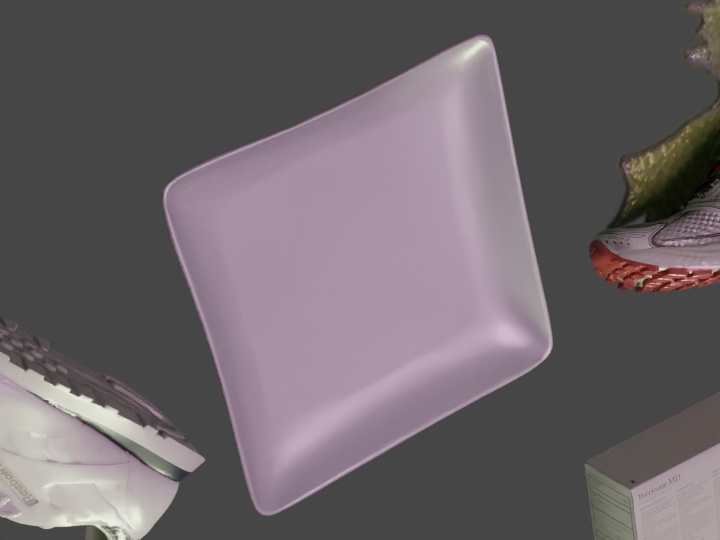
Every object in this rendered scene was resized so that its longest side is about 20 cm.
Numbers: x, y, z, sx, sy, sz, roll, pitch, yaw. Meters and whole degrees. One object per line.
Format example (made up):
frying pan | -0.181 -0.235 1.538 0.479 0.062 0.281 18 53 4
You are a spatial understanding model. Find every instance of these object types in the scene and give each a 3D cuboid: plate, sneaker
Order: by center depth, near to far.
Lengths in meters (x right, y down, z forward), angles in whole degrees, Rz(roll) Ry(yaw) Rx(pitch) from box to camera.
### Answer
sneaker | -0.163 0.074 0.950 0.200 0.076 0.081 36 95 -36
plate | 0.000 0.000 1.053 0.199 0.032 0.200 -28 120 -24
sneaker | 0.217 -0.039 1.169 0.200 0.078 0.082 -18 88 -22

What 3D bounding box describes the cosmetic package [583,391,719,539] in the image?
cosmetic package | 0.230 0.117 1.238 0.200 0.051 0.083 -23 121 -25
